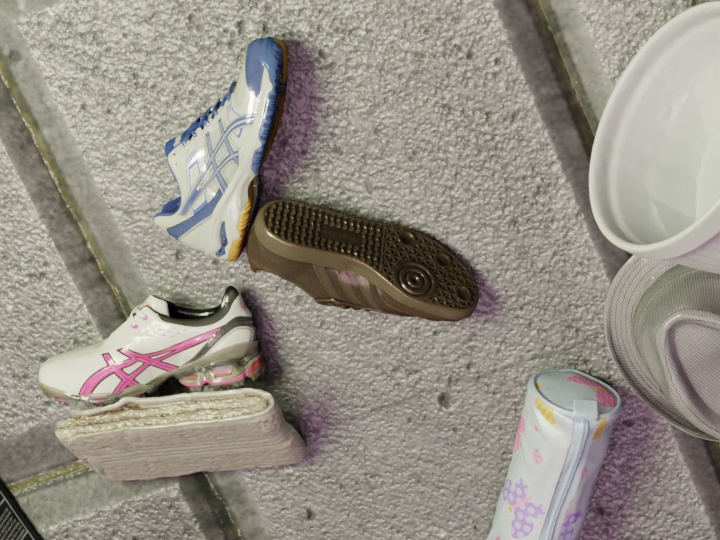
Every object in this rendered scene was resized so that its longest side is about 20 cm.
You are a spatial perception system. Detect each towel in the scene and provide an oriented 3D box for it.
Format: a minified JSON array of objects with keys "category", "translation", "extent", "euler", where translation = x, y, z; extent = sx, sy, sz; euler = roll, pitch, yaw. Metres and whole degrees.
[{"category":"towel","translation":[-0.155,0.145,1.538],"extent":[0.200,0.035,0.133],"euler":[-6,155,10]}]

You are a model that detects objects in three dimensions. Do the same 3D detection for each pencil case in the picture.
[{"category":"pencil case","translation":[0.162,0.184,1.503],"extent":[0.083,0.091,0.200],"euler":[15,113,4]}]

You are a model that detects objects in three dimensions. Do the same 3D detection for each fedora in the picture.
[{"category":"fedora","translation":[0.294,0.067,1.431],"extent":[0.177,0.090,0.200],"euler":[-38,101,21]}]

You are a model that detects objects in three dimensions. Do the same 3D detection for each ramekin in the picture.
[{"category":"ramekin","translation":[0.274,-0.091,1.317],"extent":[0.105,0.200,0.200],"euler":[22,117,-27]}]

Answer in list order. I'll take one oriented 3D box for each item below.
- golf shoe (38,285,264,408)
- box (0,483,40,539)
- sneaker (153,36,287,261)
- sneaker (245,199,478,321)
[{"category":"golf shoe","translation":[-0.187,0.064,1.532],"extent":[0.200,0.073,0.092],"euler":[-10,105,4]},{"category":"box","translation":[-0.387,0.281,1.583],"extent":[0.123,0.200,0.199],"euler":[-26,104,19]},{"category":"sneaker","translation":[-0.118,-0.104,1.447],"extent":[0.088,0.075,0.200],"euler":[19,113,3]},{"category":"sneaker","translation":[0.000,0.000,1.482],"extent":[0.200,0.071,0.076],"euler":[23,143,-5]}]
